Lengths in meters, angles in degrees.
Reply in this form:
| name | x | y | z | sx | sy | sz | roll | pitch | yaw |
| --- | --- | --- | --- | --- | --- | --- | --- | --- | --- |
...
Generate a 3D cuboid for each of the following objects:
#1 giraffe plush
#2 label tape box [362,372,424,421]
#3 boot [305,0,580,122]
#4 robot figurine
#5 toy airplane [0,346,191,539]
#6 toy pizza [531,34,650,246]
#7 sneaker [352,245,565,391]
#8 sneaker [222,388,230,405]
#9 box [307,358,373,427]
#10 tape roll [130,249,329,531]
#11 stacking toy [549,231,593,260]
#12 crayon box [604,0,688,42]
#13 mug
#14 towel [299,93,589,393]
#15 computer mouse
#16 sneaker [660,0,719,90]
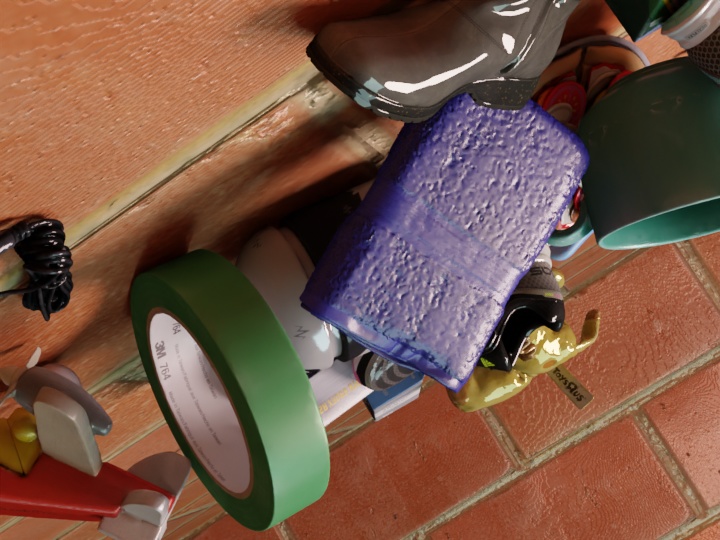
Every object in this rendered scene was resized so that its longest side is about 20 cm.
| name | x | y | z | sx | sy | sz | roll | pitch | yaw |
| --- | --- | --- | --- | --- | --- | --- | --- | --- | --- |
| giraffe plush | 0.128 | 0.046 | 1.033 | 0.173 | 0.200 | 0.162 | -56 | 150 | -8 |
| label tape box | 0.006 | 0.073 | 1.132 | 0.063 | 0.145 | 0.200 | -28 | 168 | -5 |
| boot | 0.065 | -0.153 | 0.582 | 0.200 | 0.068 | 0.131 | -14 | 146 | -49 |
| robot figurine | 0.000 | 0.001 | 0.843 | 0.199 | 0.125 | 0.150 | -24 | 162 | -14 |
| toy airplane | -0.225 | 0.137 | 0.813 | 0.199 | 0.142 | 0.199 | -18 | 146 | 30 |
| toy pizza | 0.173 | -0.096 | 0.891 | 0.200 | 0.032 | 0.201 | -21 | 134 | -24 |
| sneaker | 0.087 | 0.056 | 0.910 | 0.199 | 0.088 | 0.074 | -31 | 149 | 7 |
| sneaker | -0.084 | 0.059 | 0.926 | 0.083 | 0.081 | 0.200 | -12 | -171 | 2 |
| box | -0.067 | 0.096 | 1.025 | 0.158 | 0.049 | 0.200 | -33 | -161 | -32 |
| tape roll | -0.097 | 0.086 | 0.771 | 0.048 | 0.201 | 0.200 | -25 | 167 | -28 |
| stacking toy | 0.150 | -0.092 | 0.959 | 0.116 | 0.110 | 0.200 | -50 | 153 | 13 |
| crayon box | 0.233 | -0.231 | 0.669 | 0.125 | 0.052 | 0.200 | -30 | 168 | -7 |
| mug | 0.226 | -0.089 | 0.812 | 0.184 | 0.115 | 0.152 | -9 | 169 | -13 |
| towel | 0.058 | -0.032 | 0.732 | 0.147 | 0.050 | 0.200 | 31 | 90 | -33 |
| computer mouse | -0.241 | 0.041 | 0.595 | 0.199 | 0.046 | 0.140 | -26 | 169 | -26 |
| sneaker | 0.289 | -0.161 | 0.755 | 0.200 | 0.091 | 0.078 | -25 | 171 | -38 |
